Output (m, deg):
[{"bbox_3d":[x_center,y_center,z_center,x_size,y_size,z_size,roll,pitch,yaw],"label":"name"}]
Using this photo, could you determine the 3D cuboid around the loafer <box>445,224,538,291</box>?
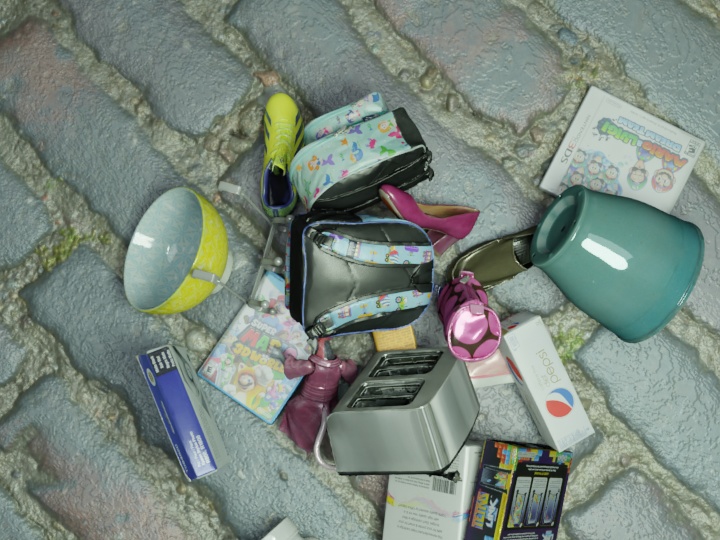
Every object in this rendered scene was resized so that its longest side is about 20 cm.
[{"bbox_3d":[0.222,-0.022,1.717,0.200,0.070,0.075,-28,85,0],"label":"loafer"}]

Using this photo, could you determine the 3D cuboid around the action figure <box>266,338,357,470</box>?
[{"bbox_3d":[-0.067,0.180,1.671,0.134,0.149,0.200,-1,114,-15],"label":"action figure"}]

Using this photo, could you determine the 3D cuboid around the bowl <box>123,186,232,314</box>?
[{"bbox_3d":[-0.260,-0.016,1.704,0.108,0.200,0.200,24,86,-39],"label":"bowl"}]

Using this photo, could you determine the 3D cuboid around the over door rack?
[{"bbox_3d":[-0.157,-0.025,1.652,0.067,0.200,0.148,9,77,26],"label":"over door rack"}]

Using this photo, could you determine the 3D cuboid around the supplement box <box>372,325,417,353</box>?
[{"bbox_3d":[0.035,0.038,1.722,0.069,0.067,0.200,-16,85,1],"label":"supplement box"}]

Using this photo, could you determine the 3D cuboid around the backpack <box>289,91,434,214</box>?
[{"bbox_3d":[-0.010,-0.162,1.682,0.200,0.178,0.151,-32,76,-3],"label":"backpack"}]

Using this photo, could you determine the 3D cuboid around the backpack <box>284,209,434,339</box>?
[{"bbox_3d":[0.000,0.000,1.624,0.200,0.135,0.183,-4,103,-17],"label":"backpack"}]

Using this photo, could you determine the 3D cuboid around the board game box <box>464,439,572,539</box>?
[{"bbox_3d":[0.232,0.335,1.631,0.057,0.200,0.165,11,86,35],"label":"board game box"}]

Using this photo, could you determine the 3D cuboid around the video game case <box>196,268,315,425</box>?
[{"bbox_3d":[-0.141,0.119,1.746,0.143,0.018,0.200,34,87,5],"label":"video game case"}]

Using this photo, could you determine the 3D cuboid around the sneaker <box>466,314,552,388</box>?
[{"bbox_3d":[0.200,0.123,1.704,0.200,0.075,0.105,-7,91,-6],"label":"sneaker"}]

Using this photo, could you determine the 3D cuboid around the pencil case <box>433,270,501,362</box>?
[{"bbox_3d":[0.154,0.064,1.614,0.091,0.200,0.094,15,101,-5],"label":"pencil case"}]

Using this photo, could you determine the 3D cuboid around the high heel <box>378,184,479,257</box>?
[{"bbox_3d":[0.103,-0.100,1.680,0.096,0.200,0.067,-46,53,4],"label":"high heel"}]

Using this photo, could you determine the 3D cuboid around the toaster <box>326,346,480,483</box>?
[{"bbox_3d":[0.068,0.204,1.597,0.200,0.181,0.119,-6,114,28],"label":"toaster"}]

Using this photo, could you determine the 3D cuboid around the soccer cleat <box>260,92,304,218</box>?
[{"bbox_3d":[-0.122,-0.179,1.734,0.065,0.084,0.200,1,86,3],"label":"soccer cleat"}]

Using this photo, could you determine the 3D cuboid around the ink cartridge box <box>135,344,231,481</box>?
[{"bbox_3d":[-0.256,0.206,1.654,0.041,0.200,0.200,-23,86,0],"label":"ink cartridge box"}]

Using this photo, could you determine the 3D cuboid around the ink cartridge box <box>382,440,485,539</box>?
[{"bbox_3d":[0.116,0.348,1.655,0.145,0.084,0.200,3,85,43],"label":"ink cartridge box"}]

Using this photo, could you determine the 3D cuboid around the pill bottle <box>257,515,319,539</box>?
[{"bbox_3d":[-0.076,0.470,1.673,0.111,0.111,0.200,-40,86,-1],"label":"pill bottle"}]

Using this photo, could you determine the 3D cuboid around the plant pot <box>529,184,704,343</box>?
[{"bbox_3d":[0.357,-0.025,1.624,0.188,0.200,0.200,28,87,-14],"label":"plant pot"}]

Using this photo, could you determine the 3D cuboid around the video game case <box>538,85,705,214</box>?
[{"bbox_3d":[0.407,-0.164,1.744,0.200,0.024,0.182,27,88,3],"label":"video game case"}]

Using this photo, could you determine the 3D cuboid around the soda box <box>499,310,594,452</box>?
[{"bbox_3d":[0.267,0.162,1.646,0.064,0.068,0.200,-27,100,-8],"label":"soda box"}]
